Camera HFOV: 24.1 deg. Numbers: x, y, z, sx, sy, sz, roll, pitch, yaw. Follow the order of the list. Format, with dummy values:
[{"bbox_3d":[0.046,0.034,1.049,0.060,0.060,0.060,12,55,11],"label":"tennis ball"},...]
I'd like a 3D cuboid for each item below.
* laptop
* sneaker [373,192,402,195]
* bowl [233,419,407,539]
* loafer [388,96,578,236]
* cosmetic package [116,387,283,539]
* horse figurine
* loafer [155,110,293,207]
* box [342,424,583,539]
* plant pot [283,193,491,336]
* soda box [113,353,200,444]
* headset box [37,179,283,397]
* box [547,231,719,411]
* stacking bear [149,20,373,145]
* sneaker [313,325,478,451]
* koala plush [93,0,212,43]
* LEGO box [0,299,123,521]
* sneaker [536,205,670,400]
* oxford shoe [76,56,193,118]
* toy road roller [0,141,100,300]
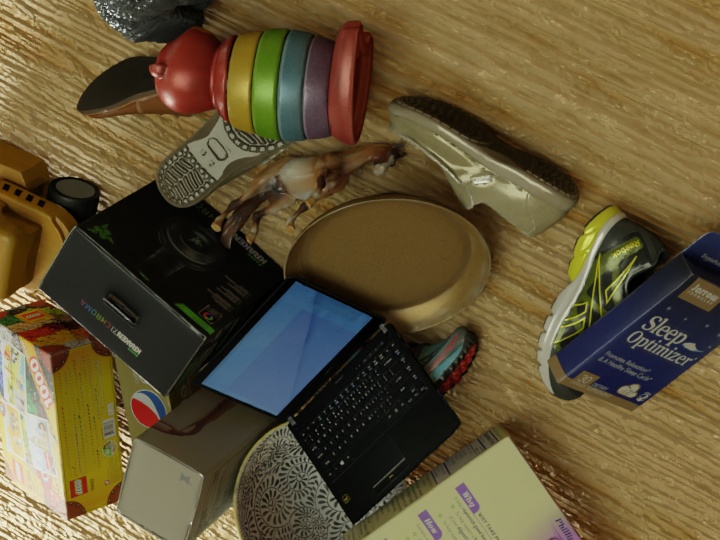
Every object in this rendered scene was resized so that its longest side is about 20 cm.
[{"bbox_3d":[-0.035,0.130,1.657,0.177,0.103,0.200,-46,69,31],"label":"laptop"},{"bbox_3d":[0.000,0.000,1.702,0.088,0.077,0.200,31,123,-25],"label":"sneaker"},{"bbox_3d":[-0.054,0.262,1.768,0.201,0.201,0.094,50,149,0],"label":"bowl"},{"bbox_3d":[0.106,-0.096,1.587,0.200,0.076,0.068,32,113,10],"label":"loafer"},{"bbox_3d":[-0.159,0.191,1.756,0.087,0.200,0.104,27,118,15],"label":"cosmetic package"},{"bbox_3d":[-0.065,-0.078,1.669,0.200,0.133,0.050,-14,117,42],"label":"horse figurine"},{"bbox_3d":[-0.118,-0.138,1.691,0.200,0.068,0.076,-31,95,15],"label":"loafer"},{"bbox_3d":[0.112,0.285,1.679,0.200,0.097,0.176,-36,93,0],"label":"box"},{"bbox_3d":[0.025,-0.009,1.620,0.199,0.028,0.200,-2,139,-2],"label":"plant pot"},{"bbox_3d":[-0.220,0.110,1.831,0.064,0.068,0.201,1,109,26],"label":"soda box"},{"bbox_3d":[-0.201,0.013,1.709,0.174,0.200,0.093,41,121,6],"label":"headset box"},{"bbox_3d":[0.282,0.050,1.542,0.200,0.121,0.032,-43,47,25],"label":"box"},{"bbox_3d":[-0.097,-0.182,1.593,0.199,0.121,0.114,6,90,8],"label":"stacking bear"},{"bbox_3d":[0.029,0.106,1.708,0.200,0.079,0.096,-38,81,23],"label":"sneaker"},{"bbox_3d":[-0.202,-0.338,1.603,0.177,0.184,0.200,-27,85,30],"label":"koala plush"},{"bbox_3d":[-0.337,0.152,1.864,0.149,0.077,0.201,21,121,48],"label":"LEGO box"},{"bbox_3d":[0.228,0.043,1.583,0.085,0.074,0.201,29,120,30],"label":"sneaker"},{"bbox_3d":[-0.207,-0.179,1.719,0.200,0.071,0.071,-7,140,35],"label":"oxford shoe"},{"bbox_3d":[-0.385,-0.048,1.801,0.200,0.146,0.123,24,117,15],"label":"toy road roller"}]
